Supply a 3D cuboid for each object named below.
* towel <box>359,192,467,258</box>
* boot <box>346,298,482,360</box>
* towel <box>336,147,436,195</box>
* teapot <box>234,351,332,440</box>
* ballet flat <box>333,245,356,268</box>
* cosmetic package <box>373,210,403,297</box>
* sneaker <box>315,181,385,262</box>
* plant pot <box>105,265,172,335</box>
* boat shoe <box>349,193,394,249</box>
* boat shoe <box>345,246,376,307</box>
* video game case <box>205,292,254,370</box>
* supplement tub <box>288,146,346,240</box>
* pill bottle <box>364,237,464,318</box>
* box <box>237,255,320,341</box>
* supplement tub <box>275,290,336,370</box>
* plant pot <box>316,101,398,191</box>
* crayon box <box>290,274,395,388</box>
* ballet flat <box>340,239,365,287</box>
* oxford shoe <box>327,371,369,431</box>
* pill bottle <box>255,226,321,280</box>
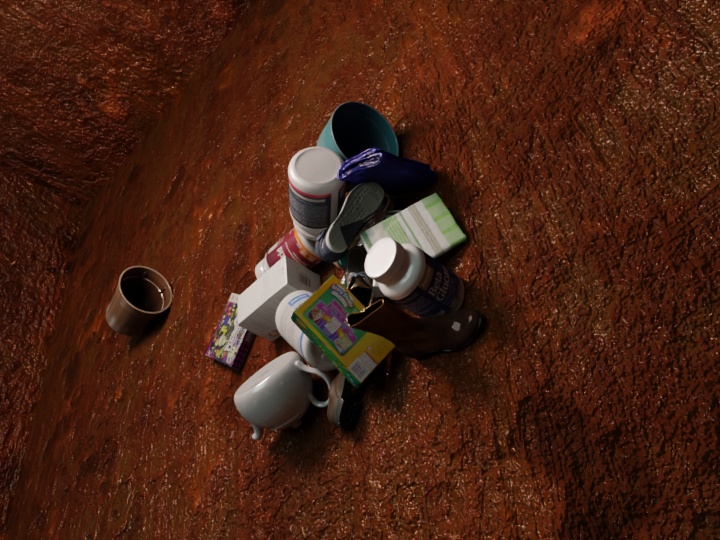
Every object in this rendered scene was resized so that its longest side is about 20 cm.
[{"bbox_3d":[0.110,-0.066,1.307,0.197,0.031,0.151,-27,55,1],"label":"towel"},{"bbox_3d":[0.102,0.089,1.137,0.186,0.199,0.070,-22,49,39],"label":"boot"},{"bbox_3d":[0.061,-0.225,1.398,0.146,0.198,0.051,-12,75,44],"label":"towel"},{"bbox_3d":[-0.176,0.289,1.389,0.196,0.147,0.200,-37,6,-20],"label":"teapot"},{"bbox_3d":[-0.025,-0.102,1.536,0.067,0.067,0.203,6,69,63],"label":"ballet flat"},{"bbox_3d":[0.070,-0.040,1.358,0.081,0.051,0.203,-2,58,7],"label":"cosmetic package"},{"bbox_3d":[-0.029,-0.105,1.397,0.203,0.077,0.146,-52,2,-24],"label":"sneaker"},{"bbox_3d":[-0.819,0.122,2.239,0.198,0.198,0.203,-43,39,34],"label":"plant pot"},{"bbox_3d":[-0.006,-0.118,1.465,0.199,0.066,0.074,-42,81,-2],"label":"boat shoe"},{"bbox_3d":[0.004,0.035,1.357,0.071,0.072,0.204,-13,72,6],"label":"boat shoe"},{"bbox_3d":[-0.360,0.171,1.772,0.180,0.036,0.203,8,72,53],"label":"video game case"},{"bbox_3d":[-0.104,-0.182,1.487,0.201,0.137,0.143,97,174,-54],"label":"supplement tub"},{"bbox_3d":[0.103,0.017,1.184,0.110,0.199,0.113,-28,47,35],"label":"pill bottle"},{"bbox_3d":[-0.210,0.076,1.583,0.199,0.124,0.099,-37,41,27],"label":"box"},{"bbox_3d":[-0.104,0.133,1.401,0.134,0.131,0.199,-60,32,-1],"label":"supplement tub"},{"bbox_3d":[-0.032,-0.292,1.580,0.187,0.197,0.203,-36,40,51],"label":"plant pot"},{"bbox_3d":[-0.032,0.123,1.257,0.119,0.200,0.058,-42,-7,-24],"label":"crayon box"},{"bbox_3d":[0.000,0.000,1.446,0.072,0.072,0.203,16,78,53],"label":"ballet flat"},{"bbox_3d":[-0.029,0.229,1.308,0.084,0.072,0.203,3,68,52],"label":"oxford shoe"},{"bbox_3d":[-0.183,-0.033,1.632,0.199,0.113,0.116,-38,41,27],"label":"pill bottle"}]
